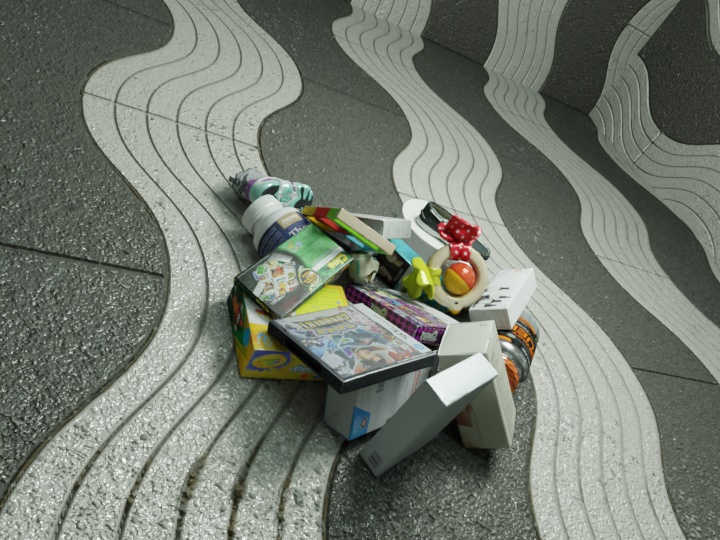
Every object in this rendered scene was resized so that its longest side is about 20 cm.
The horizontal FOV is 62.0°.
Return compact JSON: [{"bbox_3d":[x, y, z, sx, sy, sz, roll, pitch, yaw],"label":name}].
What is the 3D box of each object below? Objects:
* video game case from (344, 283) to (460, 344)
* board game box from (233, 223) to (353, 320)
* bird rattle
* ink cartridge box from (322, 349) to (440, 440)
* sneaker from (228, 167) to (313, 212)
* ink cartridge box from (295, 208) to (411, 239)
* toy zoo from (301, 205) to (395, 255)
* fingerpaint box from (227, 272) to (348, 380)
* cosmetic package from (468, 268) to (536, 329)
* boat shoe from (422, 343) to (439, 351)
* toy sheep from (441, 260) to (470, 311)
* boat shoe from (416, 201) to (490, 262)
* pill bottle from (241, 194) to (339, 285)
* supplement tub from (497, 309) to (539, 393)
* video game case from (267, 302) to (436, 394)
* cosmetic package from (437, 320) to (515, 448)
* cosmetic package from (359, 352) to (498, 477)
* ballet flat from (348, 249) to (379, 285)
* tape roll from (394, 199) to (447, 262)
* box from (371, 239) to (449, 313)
[{"bbox_3d":[0.093,0.084,1.136,0.181,0.036,0.200,12,13,-44],"label":"video game case"},{"bbox_3d":[-0.108,0.000,1.014,0.105,0.023,0.200,39,47,12],"label":"board game box"},{"bbox_3d":[0.184,-0.006,1.207,0.200,0.113,0.163,-44,97,-16],"label":"bird rattle"},{"bbox_3d":[0.039,0.185,0.980,0.200,0.116,0.068,-8,25,-45],"label":"ink cartridge box"},{"bbox_3d":[-0.197,-0.177,1.277,0.140,0.078,0.200,28,8,26],"label":"sneaker"},{"bbox_3d":[-0.025,-0.097,1.242,0.200,0.045,0.176,11,9,43],"label":"ink cartridge box"},{"bbox_3d":[-0.033,-0.078,1.133,0.131,0.021,0.200,34,-9,-27],"label":"toy zoo"},{"bbox_3d":[-0.111,0.098,1.011,0.199,0.073,0.167,8,41,-31],"label":"fingerpaint box"},{"bbox_3d":[0.300,0.056,1.248,0.200,0.082,0.051,-40,121,-52],"label":"cosmetic package"},{"bbox_3d":[0.058,0.125,1.139,0.199,0.057,0.067,20,18,-12],"label":"boat shoe"},{"bbox_3d":[0.222,0.016,1.331,0.138,0.138,0.200,45,-1,16],"label":"toy sheep"},{"bbox_3d":[0.227,-0.089,1.406,0.200,0.060,0.076,29,34,-7],"label":"boat shoe"},{"bbox_3d":[-0.131,-0.049,1.139,0.200,0.111,0.111,45,36,16],"label":"pill bottle"},{"bbox_3d":[0.288,0.165,1.215,0.122,0.123,0.200,37,35,5],"label":"supplement tub"},{"bbox_3d":[-0.012,0.112,0.928,0.200,0.026,0.181,-7,30,-43],"label":"video game case"},{"bbox_3d":[0.205,0.199,1.039,0.103,0.087,0.201,-53,132,-56],"label":"cosmetic package"},{"bbox_3d":[0.105,0.222,0.925,0.151,0.200,0.052,-11,55,-47],"label":"cosmetic package"},{"bbox_3d":[0.000,0.000,1.202,0.067,0.063,0.200,-3,-5,8],"label":"ballet flat"},{"bbox_3d":[0.173,-0.084,1.471,0.202,0.071,0.203,23,35,-17],"label":"tape roll"},{"bbox_3d":[0.112,0.019,1.284,0.200,0.082,0.049,43,36,14],"label":"box"}]
